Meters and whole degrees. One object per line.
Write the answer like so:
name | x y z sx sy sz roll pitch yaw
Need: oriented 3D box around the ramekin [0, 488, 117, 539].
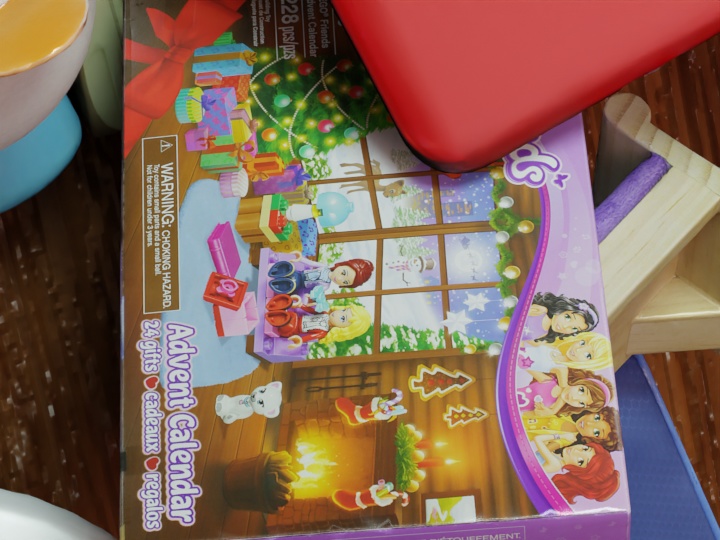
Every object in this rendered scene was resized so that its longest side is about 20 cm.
ramekin | -0.131 0.159 0.855 0.200 0.098 0.201 5 75 -17

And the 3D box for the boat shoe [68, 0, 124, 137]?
boat shoe | -0.074 -0.133 0.868 0.063 0.073 0.200 -15 136 -11

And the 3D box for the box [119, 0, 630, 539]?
box | 0.000 0.000 0.812 0.136 0.200 0.039 -4 143 0

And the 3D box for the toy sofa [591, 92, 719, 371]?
toy sofa | 0.029 0.036 0.860 0.200 0.097 0.083 -44 157 -26

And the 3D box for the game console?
game console | 0.047 -0.159 0.823 0.200 0.118 0.172 62 26 -13

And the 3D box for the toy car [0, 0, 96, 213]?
toy car | -0.148 -0.068 0.787 0.177 0.200 0.185 -36 115 -22

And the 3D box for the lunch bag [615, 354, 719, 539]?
lunch bag | 0.048 0.109 0.983 0.136 0.132 0.200 -37 116 -21
